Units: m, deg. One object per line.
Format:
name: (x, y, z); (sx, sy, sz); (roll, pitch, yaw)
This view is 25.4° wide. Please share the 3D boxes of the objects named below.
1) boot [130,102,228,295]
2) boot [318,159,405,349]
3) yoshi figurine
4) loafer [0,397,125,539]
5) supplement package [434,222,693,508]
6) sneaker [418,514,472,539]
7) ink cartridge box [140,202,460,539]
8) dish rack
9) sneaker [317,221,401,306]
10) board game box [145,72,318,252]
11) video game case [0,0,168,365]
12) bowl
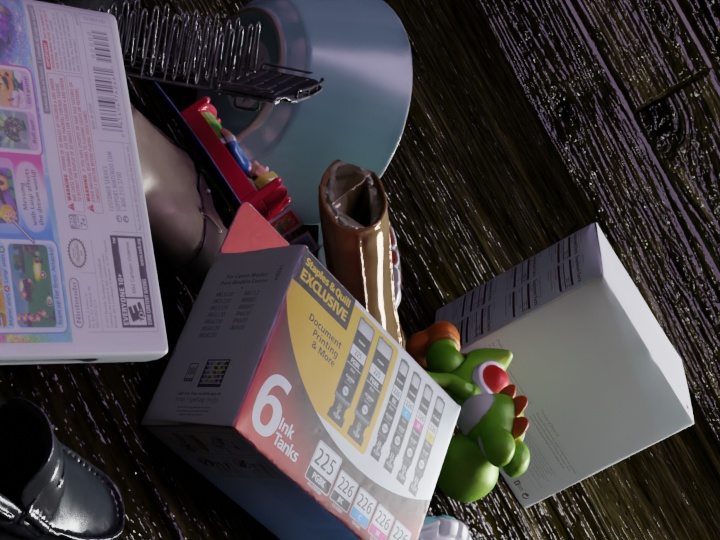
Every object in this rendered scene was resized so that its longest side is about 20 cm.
boot: (-0.138, -0.041, 1.073); (0.147, 0.070, 0.200); (54, 16, -20)
boot: (0.000, 0.000, 1.258); (0.176, 0.066, 0.201); (-113, -168, -53)
yoshi figurine: (0.089, 0.139, 1.465); (0.200, 0.111, 0.113); (-118, -149, -61)
loafer: (-0.168, 0.096, 0.754); (0.200, 0.070, 0.069); (35, 30, -56)
supplement package: (0.206, 0.096, 1.646); (0.192, 0.199, 0.147); (56, 17, -16)
sneaker: (0.080, 0.262, 1.253); (0.200, 0.077, 0.092); (36, 45, -48)
ink cartridge box: (-0.026, 0.076, 1.056); (0.200, 0.083, 0.177); (46, 53, -40)
dish rack: (-0.125, -0.159, 1.143); (0.153, 0.198, 0.055); (-54, 155, -73)
sneaker: (-0.002, -0.036, 1.471); (0.082, 0.077, 0.201); (44, 23, -61)
board game box: (-0.091, -0.078, 1.216); (0.201, 0.039, 0.158); (58, -5, -30)
video game case: (-0.189, -0.050, 0.835); (0.181, 0.024, 0.202); (2, 74, -47)
bowl: (-0.062, -0.147, 1.319); (0.104, 0.201, 0.202); (15, 44, -39)
